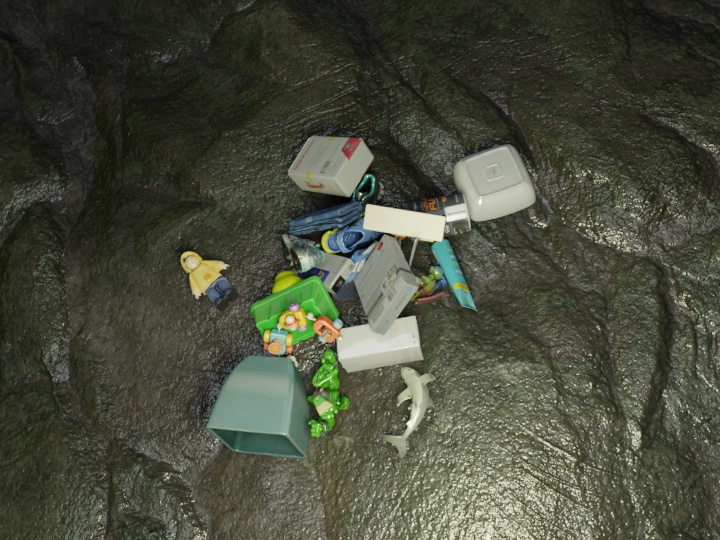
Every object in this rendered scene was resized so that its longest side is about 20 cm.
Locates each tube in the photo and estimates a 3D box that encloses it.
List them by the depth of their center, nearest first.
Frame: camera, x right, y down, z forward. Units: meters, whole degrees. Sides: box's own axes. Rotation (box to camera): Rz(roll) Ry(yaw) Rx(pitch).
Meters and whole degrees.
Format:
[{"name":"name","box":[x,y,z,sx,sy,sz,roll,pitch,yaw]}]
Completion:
[{"name":"tube","box":[0.239,0.014,1.721,0.050,0.077,0.201,-40,56,30]}]

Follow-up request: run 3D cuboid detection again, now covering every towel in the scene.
[{"name":"towel","box":[-0.092,-0.137,1.801,0.199,0.049,0.112,-10,15,43]}]

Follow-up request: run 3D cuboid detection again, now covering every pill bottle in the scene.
[{"name":"pill bottle","box":[0.183,-0.133,1.775,0.199,0.106,0.107,-12,64,5]}]

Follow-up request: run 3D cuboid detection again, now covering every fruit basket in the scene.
[{"name":"fruit basket","box":[-0.173,0.093,1.732,0.215,0.156,0.216,-24,20,9]}]

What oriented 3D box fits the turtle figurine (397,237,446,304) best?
[{"name":"turtle figurine","box":[0.100,0.028,1.698,0.194,0.200,0.144,-47,34,-7]}]

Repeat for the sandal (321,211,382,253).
[{"name":"sandal","box":[-0.002,-0.098,1.778,0.200,0.087,0.080,-31,107,-10]}]

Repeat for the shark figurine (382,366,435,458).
[{"name":"shark figurine","box":[0.139,0.328,1.590,0.128,0.089,0.215,-17,48,41]}]

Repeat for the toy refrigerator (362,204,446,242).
[{"name":"toy refrigerator","box":[0.112,-0.117,1.694,0.199,0.076,0.070,9,96,8]}]

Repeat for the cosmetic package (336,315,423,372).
[{"name":"cosmetic package","box":[0.048,0.183,1.655,0.199,0.108,0.085,-9,63,6]}]

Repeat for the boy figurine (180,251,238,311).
[{"name":"boy figurine","box":[-0.417,0.016,1.849,0.124,0.064,0.200,-42,68,-7]}]

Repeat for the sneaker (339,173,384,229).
[{"name":"sneaker","box":[-0.006,-0.181,1.842,0.077,0.091,0.201,20,71,18]}]

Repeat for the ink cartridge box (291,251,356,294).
[{"name":"ink cartridge box","box":[-0.104,-0.001,1.783,0.200,0.037,0.095,17,67,49]}]

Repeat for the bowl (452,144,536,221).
[{"name":"bowl","box":[0.357,-0.246,1.812,0.199,0.075,0.201,-18,65,3]}]

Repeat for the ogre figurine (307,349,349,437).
[{"name":"ogre figurine","box":[-0.081,0.302,1.617,0.098,0.120,0.201,-14,65,1]}]

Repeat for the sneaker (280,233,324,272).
[{"name":"sneaker","box":[-0.153,-0.049,1.801,0.086,0.078,0.200,-15,27,-19]}]

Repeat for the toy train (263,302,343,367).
[{"name":"toy train","box":[-0.144,0.164,1.605,0.150,0.056,0.200,43,115,-13]}]

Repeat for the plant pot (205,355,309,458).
[{"name":"plant pot","box":[-0.224,0.316,1.607,0.195,0.197,0.201,2,59,12]}]

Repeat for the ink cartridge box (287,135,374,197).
[{"name":"ink cartridge box","box":[-0.084,-0.293,1.878,0.200,0.083,0.145,14,66,42]}]

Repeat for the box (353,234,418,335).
[{"name":"box","box":[0.057,0.032,1.620,0.156,0.041,0.200,-57,31,25]}]

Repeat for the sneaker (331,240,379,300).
[{"name":"sneaker","box":[0.000,0.000,1.771,0.200,0.074,0.082,-39,50,-3]}]
